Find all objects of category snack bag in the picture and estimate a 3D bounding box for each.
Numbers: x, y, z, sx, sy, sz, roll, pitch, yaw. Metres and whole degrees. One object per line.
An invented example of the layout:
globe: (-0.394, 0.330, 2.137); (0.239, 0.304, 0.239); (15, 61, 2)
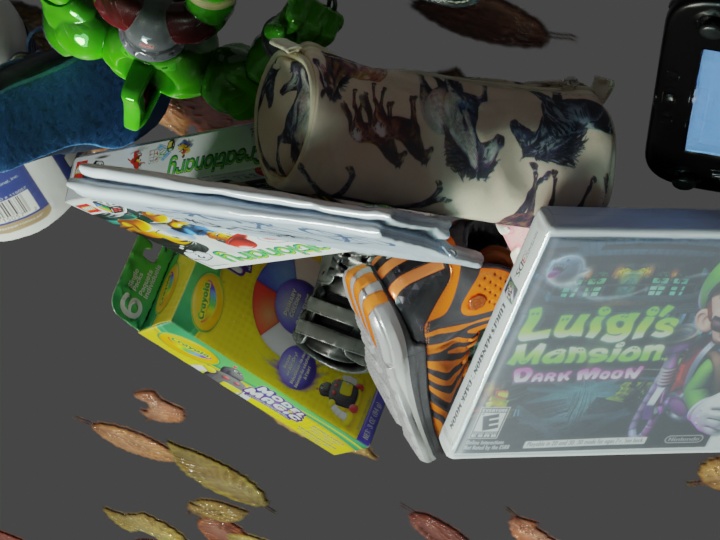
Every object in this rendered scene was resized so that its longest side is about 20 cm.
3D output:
snack bag: (-0.037, -0.029, 1.517); (0.188, 0.021, 0.200); (8, 177, 21)

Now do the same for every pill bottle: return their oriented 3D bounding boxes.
pill bottle: (-0.248, -0.112, 1.701); (0.111, 0.111, 0.200); (12, 154, 21)

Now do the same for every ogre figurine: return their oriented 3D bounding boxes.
ogre figurine: (-0.113, -0.144, 1.536); (0.199, 0.098, 0.120); (5, 148, -5)

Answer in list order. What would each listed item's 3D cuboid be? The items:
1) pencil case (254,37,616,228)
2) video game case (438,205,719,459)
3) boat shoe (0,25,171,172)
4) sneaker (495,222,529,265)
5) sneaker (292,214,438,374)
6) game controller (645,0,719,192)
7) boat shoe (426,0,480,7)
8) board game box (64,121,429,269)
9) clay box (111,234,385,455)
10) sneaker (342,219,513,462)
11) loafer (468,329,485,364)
pencil case: (0.040, -0.075, 1.498); (0.199, 0.090, 0.078); (7, -179, -21)
video game case: (0.163, 0.038, 1.573); (0.200, 0.023, 0.182); (1, 132, -24)
boat shoe: (-0.188, -0.108, 1.620); (0.069, 0.084, 0.200); (11, -167, 31)
sneaker: (0.112, 0.008, 1.622); (0.200, 0.075, 0.105); (40, 107, -16)
sneaker: (0.000, 0.000, 1.743); (0.071, 0.099, 0.200); (20, 154, 10)
game controller: (0.207, -0.091, 1.448); (0.104, 0.042, 0.200); (18, 157, 10)
boat shoe: (-0.025, -0.176, 1.441); (0.200, 0.060, 0.076); (21, 156, 1)
board game box: (-0.070, -0.044, 1.660); (0.126, 0.035, 0.200); (24, 160, -37)
clay box: (-0.062, 0.025, 1.828); (0.200, 0.115, 0.048); (34, 153, -27)
sneaker: (0.062, 0.043, 1.711); (0.078, 0.112, 0.200); (59, 171, 31)
loafer: (0.129, 0.025, 1.745); (0.070, 0.070, 0.200); (-12, 175, -43)
